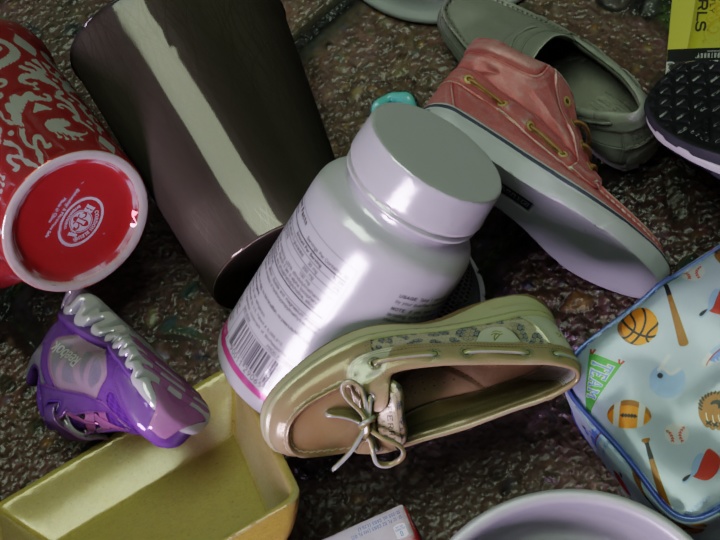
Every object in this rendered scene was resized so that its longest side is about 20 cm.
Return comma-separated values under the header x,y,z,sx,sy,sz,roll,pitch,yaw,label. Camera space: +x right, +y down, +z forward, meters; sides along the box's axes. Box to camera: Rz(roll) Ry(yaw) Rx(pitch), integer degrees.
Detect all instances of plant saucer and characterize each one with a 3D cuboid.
x,y,z,sx,sy,sz,roll,pitch,yaw,label
-0.134,0.165,1.203,0.199,0.049,0.200,-31,26,-2,plant saucer

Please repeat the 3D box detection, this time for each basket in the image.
x,y,z,sx,sy,sz,roll,pitch,yaw,label
-0.089,-0.086,1.315,0.136,0.179,0.201,-45,61,36,basket

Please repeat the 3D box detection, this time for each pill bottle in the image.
x,y,z,sx,sy,sz,roll,pitch,yaw,label
0.000,0.000,1.197,0.114,0.113,0.201,54,125,32,pill bottle

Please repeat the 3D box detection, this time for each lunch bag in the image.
x,y,z,sx,sy,sz,roll,pitch,yaw,label
0.233,0.077,1.174,0.199,0.076,0.160,-36,61,-7,lunch bag

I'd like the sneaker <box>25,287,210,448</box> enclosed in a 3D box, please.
x,y,z,sx,sy,sz,roll,pitch,yaw,label
-0.171,0.082,1.256,0.089,0.081,0.200,-47,31,-6,sneaker

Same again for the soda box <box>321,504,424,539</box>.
x,y,z,sx,sy,sz,roll,pitch,yaw,label
-0.046,0.224,1.176,0.199,0.064,0.070,-24,58,1,soda box

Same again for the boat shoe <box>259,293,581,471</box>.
x,y,z,sx,sy,sz,roll,pitch,yaw,label
0.036,0.072,1.148,0.199,0.074,0.063,-21,39,-9,boat shoe

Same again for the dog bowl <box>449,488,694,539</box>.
x,y,z,sx,sy,sz,roll,pitch,yaw,label
0.119,0.232,1.081,0.198,0.079,0.202,1,71,-3,dog bowl

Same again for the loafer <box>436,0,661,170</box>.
x,y,z,sx,sy,sz,roll,pitch,yaw,label
0.132,-0.147,1.323,0.199,0.070,0.070,36,75,27,loafer

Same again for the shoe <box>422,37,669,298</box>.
x,y,z,sx,sy,sz,roll,pitch,yaw,label
0.135,-0.071,1.252,0.199,0.072,0.091,34,64,-3,shoe

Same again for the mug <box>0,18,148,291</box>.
x,y,z,sx,sy,sz,roll,pitch,yaw,label
-0.240,-0.061,1.335,0.132,0.179,0.200,-10,33,-30,mug

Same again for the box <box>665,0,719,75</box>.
x,y,z,sx,sy,sz,roll,pitch,yaw,label
0.257,-0.182,1.321,0.075,0.050,0.201,2,62,18,box

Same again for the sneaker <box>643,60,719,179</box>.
x,y,z,sx,sy,sz,roll,pitch,yaw,label
0.261,-0.063,1.206,0.072,0.083,0.200,-40,46,-11,sneaker

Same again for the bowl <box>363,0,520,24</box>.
x,y,z,sx,sy,sz,roll,pitch,yaw,label
0.064,-0.292,1.413,0.199,0.091,0.203,-7,61,12,bowl

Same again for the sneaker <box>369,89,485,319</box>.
x,y,z,sx,sy,sz,roll,pitch,yaw,label
0.034,-0.036,1.279,0.077,0.091,0.201,-16,59,8,sneaker
